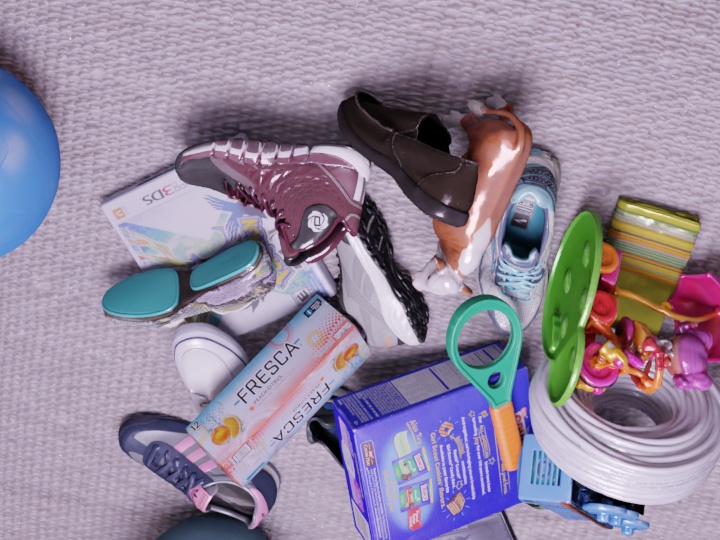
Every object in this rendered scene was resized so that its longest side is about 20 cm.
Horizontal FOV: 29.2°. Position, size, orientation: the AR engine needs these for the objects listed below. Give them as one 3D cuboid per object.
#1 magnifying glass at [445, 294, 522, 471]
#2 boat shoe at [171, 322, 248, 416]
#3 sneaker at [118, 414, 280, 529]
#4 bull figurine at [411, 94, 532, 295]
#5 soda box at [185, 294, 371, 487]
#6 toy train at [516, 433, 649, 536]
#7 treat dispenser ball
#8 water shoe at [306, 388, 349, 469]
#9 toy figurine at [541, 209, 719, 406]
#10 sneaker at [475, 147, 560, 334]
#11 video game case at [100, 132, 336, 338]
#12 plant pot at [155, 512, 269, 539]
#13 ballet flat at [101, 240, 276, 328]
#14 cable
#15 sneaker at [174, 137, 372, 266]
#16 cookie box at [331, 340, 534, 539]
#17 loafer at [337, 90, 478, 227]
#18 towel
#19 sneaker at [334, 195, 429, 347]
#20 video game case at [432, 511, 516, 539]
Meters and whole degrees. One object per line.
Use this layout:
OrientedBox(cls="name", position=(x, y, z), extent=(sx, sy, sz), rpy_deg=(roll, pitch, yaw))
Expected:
OrientedBox(cls="magnifying glass", position=(0.137, 0.116, 1.399), extent=(0.079, 0.022, 0.202), rpy_deg=(-22, 115, -13))
OrientedBox(cls="boat shoe", position=(-0.145, 0.138, 1.487), extent=(0.073, 0.067, 0.201), rpy_deg=(-16, 136, 12))
OrientedBox(cls="sneaker", position=(-0.189, 0.229, 1.572), extent=(0.198, 0.082, 0.071), rpy_deg=(20, 121, -3))
OrientedBox(cls="bull figurine", position=(0.103, -0.073, 1.323), extent=(0.065, 0.122, 0.201), rpy_deg=(11, 123, -30))
OrientedBox(cls="soda box", position=(-0.084, 0.125, 1.435), extent=(0.200, 0.068, 0.064), rpy_deg=(-45, 146, -10))
OrientedBox(cls="toy train", position=(0.239, 0.224, 1.450), extent=(0.113, 0.088, 0.200), rpy_deg=(3, 164, 25))
OrientedBox(cls="treat dispenser ball", position=(-0.393, -0.106, 1.345), extent=(0.198, 0.202, 0.203), rpy_deg=(4, 120, 7))
OrientedBox(cls="water shoe", position=(0.016, 0.214, 1.532), extent=(0.199, 0.079, 0.072), rpy_deg=(37, 119, -12))
OrientedBox(cls="toy figurine", position=(0.283, 0.058, 1.332), extent=(0.182, 0.202, 0.151), rpy_deg=(14, 147, -7))
OrientedBox(cls="sneaker", position=(0.153, -0.016, 1.373), extent=(0.077, 0.087, 0.202), rpy_deg=(6, 121, 6))
OrientedBox(cls="video game case", position=(-0.149, -0.024, 1.456), extent=(0.181, 0.022, 0.201), rpy_deg=(-22, 114, 20))
OrientedBox(cls="plant pot", position=(-0.169, 0.362, 1.614), extent=(0.197, 0.135, 0.202), rpy_deg=(4, 121, 7))
OrientedBox(cls="ballet flat", position=(-0.174, 0.028, 1.443), extent=(0.198, 0.072, 0.073), rpy_deg=(-17, 116, 19))
OrientedBox(cls="cable", position=(0.263, 0.143, 1.363), extent=(0.198, 0.201, 0.070), rpy_deg=(16, 128, 10))
OrientedBox(cls="sneaker", position=(-0.090, -0.062, 1.336), extent=(0.197, 0.076, 0.117), rpy_deg=(1, 76, 13))
OrientedBox(cls="cookie box", position=(0.083, 0.189, 1.461), extent=(0.198, 0.075, 0.173), rpy_deg=(-18, 119, -15))
OrientedBox(cls="loafer", position=(0.052, -0.118, 1.293), extent=(0.073, 0.200, 0.072), rpy_deg=(15, 114, -47))
OrientedBox(cls="towel", position=(0.277, 0.021, 1.417), extent=(0.085, 0.018, 0.202), rpy_deg=(18, 122, 5))
OrientedBox(cls="sneaker", position=(0.000, 0.000, 1.418), extent=(0.079, 0.074, 0.202), rpy_deg=(-15, 116, 23))
OrientedBox(cls="video game case", position=(0.134, 0.374, 1.640), extent=(0.141, 0.019, 0.201), rpy_deg=(-16, 116, 18))
